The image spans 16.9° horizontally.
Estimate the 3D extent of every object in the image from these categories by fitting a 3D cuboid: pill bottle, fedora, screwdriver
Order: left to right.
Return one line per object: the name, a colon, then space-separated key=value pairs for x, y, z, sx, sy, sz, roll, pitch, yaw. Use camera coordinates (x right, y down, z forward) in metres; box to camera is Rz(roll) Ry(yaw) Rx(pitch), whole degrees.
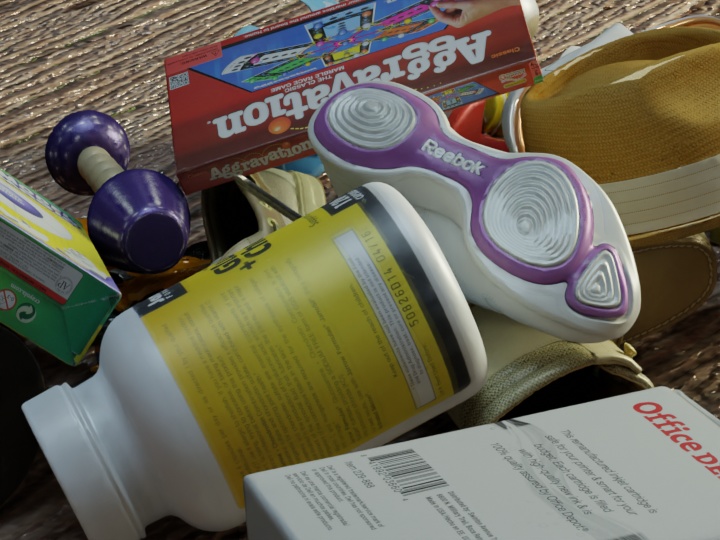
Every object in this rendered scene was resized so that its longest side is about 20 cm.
pill bottle: x=-0.050 y=0.050 z=1.118 sx=0.199 sy=0.113 sz=0.112 roll=-28 pitch=25 yaw=-8
screwdriver: x=0.000 y=0.000 z=1.245 sx=0.028 sy=0.029 sz=0.200 roll=1 pitch=-19 yaw=44
fedora: x=0.148 y=-0.074 z=1.253 sx=0.199 sy=0.082 sz=0.201 roll=-15 pitch=17 yaw=5

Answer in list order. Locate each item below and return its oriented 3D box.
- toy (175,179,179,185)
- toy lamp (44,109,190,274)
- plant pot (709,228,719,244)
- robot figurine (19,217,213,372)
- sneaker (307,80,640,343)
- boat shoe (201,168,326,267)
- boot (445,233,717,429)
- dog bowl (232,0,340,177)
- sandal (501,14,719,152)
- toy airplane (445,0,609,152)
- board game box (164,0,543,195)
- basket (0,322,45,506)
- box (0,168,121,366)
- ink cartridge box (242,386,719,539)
toy: x=-0.018 y=-0.110 z=1.380 sx=0.199 sy=0.047 sz=0.115 roll=-23 pitch=0 yaw=-11
toy lamp: x=-0.132 y=-0.041 z=1.336 sx=0.058 sy=0.059 sz=0.200 roll=-9 pitch=17 yaw=-13
plant pot: x=0.328 y=-0.125 z=1.457 sx=0.199 sy=0.178 sz=0.200 roll=5 pitch=23 yaw=22
robot figurine: x=-0.152 y=0.014 z=1.354 sx=0.199 sy=0.059 sz=0.145 roll=15 pitch=28 yaw=43
sneaker: x=0.062 y=-0.019 z=1.191 sx=0.075 sy=0.100 sz=0.200 roll=-41 pitch=56 yaw=-20
boat shoe: x=-0.052 y=0.014 z=1.256 sx=0.066 sy=0.074 sz=0.200 roll=17 pitch=30 yaw=-19
boot: x=0.118 y=0.037 z=1.218 sx=0.199 sy=0.073 sz=0.155 roll=-14 pitch=22 yaw=-19
dog bowl: x=-0.039 y=-0.115 z=1.601 sx=0.049 sy=0.112 sz=0.200 roll=11 pitch=24 yaw=18
sandal: x=0.163 y=-0.111 z=1.403 sx=0.206 sy=0.079 sz=0.059 roll=-32 pitch=-7 yaw=-36
toy airplane: x=0.099 y=-0.114 z=1.521 sx=0.199 sy=0.142 sz=0.199 roll=-6 pitch=21 yaw=-11
board game box: x=-0.007 y=-0.107 z=1.303 sx=0.199 sy=0.020 sz=0.103 roll=-17 pitch=42 yaw=6
basket: x=-0.254 y=0.045 z=1.195 sx=0.180 sy=0.137 sz=0.200 roll=-26 pitch=32 yaw=-29
box: x=-0.187 y=-0.021 z=1.207 sx=0.117 sy=0.049 sz=0.200 roll=34 pitch=1 yaw=-18
ink cartridge box: x=0.069 y=0.125 z=0.977 sx=0.199 sy=0.085 sz=0.146 roll=-11 pitch=22 yaw=-17
